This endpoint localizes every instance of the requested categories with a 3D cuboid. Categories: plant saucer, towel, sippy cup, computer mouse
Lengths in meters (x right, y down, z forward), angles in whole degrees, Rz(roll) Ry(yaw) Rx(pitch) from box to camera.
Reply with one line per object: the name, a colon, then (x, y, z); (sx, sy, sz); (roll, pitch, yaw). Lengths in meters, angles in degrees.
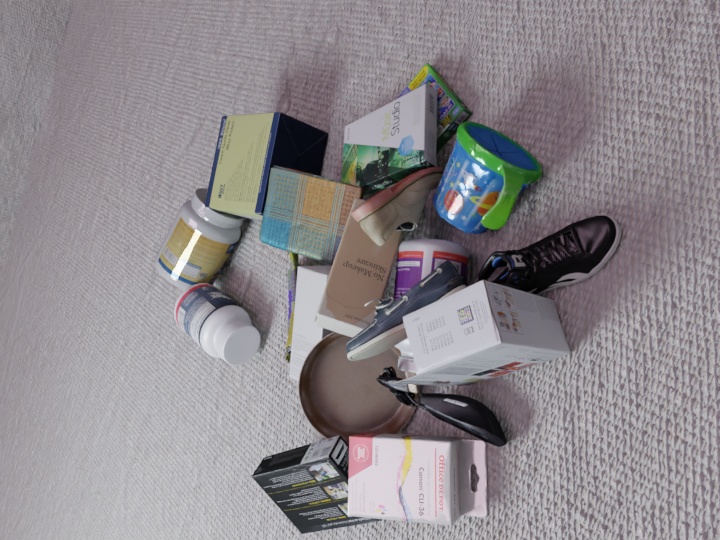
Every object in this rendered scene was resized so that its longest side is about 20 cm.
plant saucer: (-0.003, 0.189, 1.010); (0.198, 0.032, 0.203); (0, 94, -1)
towel: (-0.131, 0.068, 1.171); (0.144, 0.023, 0.202); (113, 157, -73)
towel: (-0.092, -0.099, 1.104); (0.198, 0.022, 0.148); (17, 99, 28)
sippy cup: (0.178, -0.131, 0.919); (0.139, 0.178, 0.131); (37, 121, 11)
computer mouse: (0.119, 0.188, 0.899); (0.199, 0.140, 0.046); (17, 70, 38)

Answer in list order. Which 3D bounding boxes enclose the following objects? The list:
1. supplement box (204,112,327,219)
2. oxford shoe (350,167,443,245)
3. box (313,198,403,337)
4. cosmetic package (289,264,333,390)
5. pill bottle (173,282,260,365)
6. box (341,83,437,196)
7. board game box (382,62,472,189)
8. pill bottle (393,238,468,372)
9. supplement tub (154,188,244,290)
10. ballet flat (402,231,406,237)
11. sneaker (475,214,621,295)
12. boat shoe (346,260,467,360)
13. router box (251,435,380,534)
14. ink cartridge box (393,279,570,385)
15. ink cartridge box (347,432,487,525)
supplement box: (-0.197, -0.207, 1.270); (0.199, 0.134, 0.202); (10, 88, 43)
oxford shoe: (0.069, -0.100, 0.947); (0.071, 0.199, 0.074); (-26, 96, 54)
box: (0.000, 0.000, 0.972); (0.078, 0.094, 0.202); (115, 171, -72)
cosmetic package: (-0.054, 0.095, 1.075); (0.084, 0.107, 0.202); (13, 100, 44)
pill bottle: (-0.304, 0.117, 1.315); (0.199, 0.119, 0.121); (30, 102, 41)
box: (0.046, -0.217, 1.062); (0.199, 0.036, 0.146); (-17, 62, 44)
board game box: (0.089, -0.245, 1.085); (0.200, 0.029, 0.135); (-47, 54, 26)
pill bottle: (0.105, 0.057, 0.953); (0.112, 0.112, 0.202); (1, 83, 43)
supplement tub: (-0.360, -0.068, 1.387); (0.201, 0.144, 0.145); (-56, 50, 19)
ballet flat: (0.026, -0.056, 1.083); (0.200, 0.074, 0.075); (-44, 55, 32)
sneaker: (0.248, -0.013, 0.834); (0.200, 0.111, 0.074); (-37, 59, 31)
boat shoe: (0.057, 0.059, 0.871); (0.199, 0.075, 0.062); (-35, 71, 15)
router box: (-0.069, 0.367, 1.038); (0.199, 0.051, 0.150); (-26, 107, 36)
ink cartridge box: (0.157, 0.095, 0.836); (0.175, 0.199, 0.085); (-28, 63, 34)
ink cartridge box: (0.084, 0.306, 0.910); (0.198, 0.067, 0.118); (-3, 79, 19)
